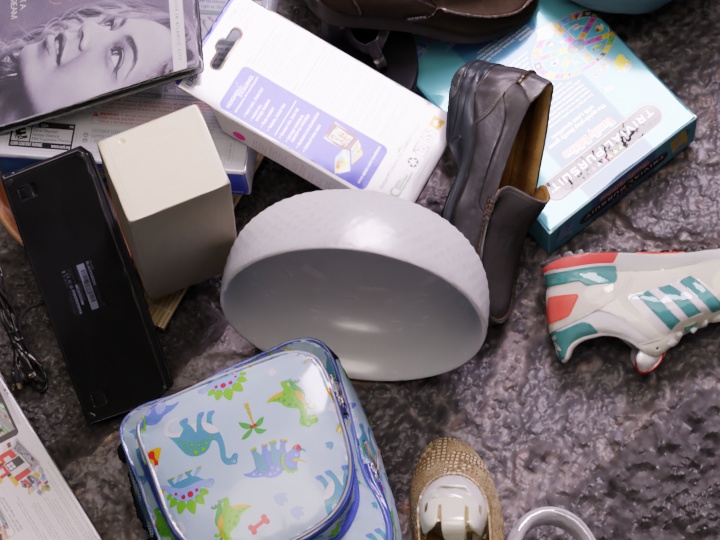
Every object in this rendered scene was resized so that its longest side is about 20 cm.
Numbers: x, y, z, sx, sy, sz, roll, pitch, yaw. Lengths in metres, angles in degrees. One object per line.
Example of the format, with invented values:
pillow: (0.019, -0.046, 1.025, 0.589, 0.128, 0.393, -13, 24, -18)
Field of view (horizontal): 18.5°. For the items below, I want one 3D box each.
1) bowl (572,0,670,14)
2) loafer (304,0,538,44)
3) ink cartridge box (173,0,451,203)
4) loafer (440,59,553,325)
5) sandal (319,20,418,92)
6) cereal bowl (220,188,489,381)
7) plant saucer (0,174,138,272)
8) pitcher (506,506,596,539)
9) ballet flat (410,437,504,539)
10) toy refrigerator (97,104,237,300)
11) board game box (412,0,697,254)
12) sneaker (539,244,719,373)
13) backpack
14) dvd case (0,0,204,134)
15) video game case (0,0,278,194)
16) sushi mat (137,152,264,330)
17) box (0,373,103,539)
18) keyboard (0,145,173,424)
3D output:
bowl: (0.198, -0.279, 1.734, 0.200, 0.105, 0.202, 17, 44, -17)
loafer: (0.056, -0.219, 1.680, 0.199, 0.071, 0.073, -5, 66, -27)
ink cartridge box: (-0.033, -0.119, 1.653, 0.199, 0.037, 0.095, 31, 69, 0)
loafer: (0.105, -0.053, 1.645, 0.072, 0.073, 0.202, 9, 107, 35)
sandal: (0.001, -0.211, 1.729, 0.075, 0.043, 0.201, -9, 65, 4)
cereal bowl: (0.000, 0.000, 1.608, 0.198, 0.200, 0.084, 7, 61, 6)
plant saucer: (-0.192, -0.084, 1.725, 0.198, 0.038, 0.202, -2, 66, 3)
pitcher: (0.144, 0.274, 1.531, 0.171, 0.121, 0.200, 31, 64, 14)
ballet flat: (0.071, 0.209, 1.588, 0.070, 0.065, 0.201, -6, 67, 1)
toy refrigerator: (-0.135, -0.048, 1.577, 0.075, 0.200, 0.070, -22, 75, -7)
board game box: (0.141, -0.135, 1.733, 0.151, 0.047, 0.200, -37, 71, -10)
sneaker: (0.235, 0.030, 1.660, 0.198, 0.070, 0.094, -1, 85, 1)
backpack: (-0.068, 0.166, 1.570, 0.182, 0.147, 0.201, -22, 72, -2)
dvd case: (-0.215, -0.188, 1.675, 0.199, 0.016, 0.150, -15, 61, 16)
video game case: (-0.171, -0.155, 1.709, 0.198, 0.046, 0.183, 5, 68, 6)
sushi mat: (-0.148, -0.052, 1.734, 0.095, 0.012, 0.201, 25, 71, 13)
box: (-0.266, 0.179, 1.636, 0.110, 0.035, 0.201, -32, 70, -9)
keyboard: (-0.224, 0.019, 1.666, 0.126, 0.021, 0.201, -18, 91, 16)
